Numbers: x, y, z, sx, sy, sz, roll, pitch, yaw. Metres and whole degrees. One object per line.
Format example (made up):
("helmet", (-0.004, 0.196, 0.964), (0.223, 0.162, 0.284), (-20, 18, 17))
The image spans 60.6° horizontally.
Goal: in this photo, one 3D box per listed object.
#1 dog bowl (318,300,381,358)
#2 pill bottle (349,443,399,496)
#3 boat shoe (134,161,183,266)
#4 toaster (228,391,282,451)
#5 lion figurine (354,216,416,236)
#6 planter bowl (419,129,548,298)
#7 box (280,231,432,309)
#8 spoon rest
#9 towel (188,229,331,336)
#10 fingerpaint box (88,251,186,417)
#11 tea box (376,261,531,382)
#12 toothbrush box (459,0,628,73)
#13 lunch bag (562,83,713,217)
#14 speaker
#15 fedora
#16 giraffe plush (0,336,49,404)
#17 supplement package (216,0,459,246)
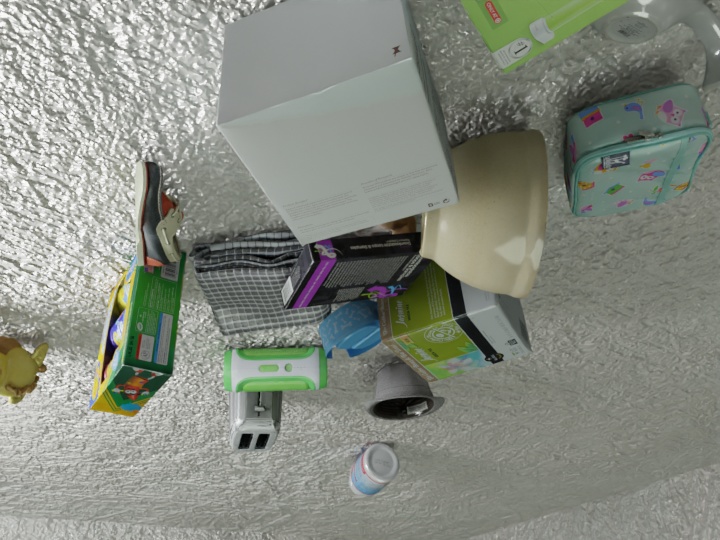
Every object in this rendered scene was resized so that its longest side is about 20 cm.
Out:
("dog bowl", (-0.003, 0.097, 1.045), (0.111, 0.050, 0.199), (-38, 161, 14))
("pill bottle", (0.032, 0.583, 1.780), (0.106, 0.111, 0.201), (6, 145, -17))
("boat shoe", (-0.264, -0.070, 0.807), (0.061, 0.072, 0.201), (0, 148, -18))
("toaster", (-0.225, 0.299, 1.305), (0.111, 0.132, 0.201), (6, 145, -15))
("lion figurine", (0.040, -0.078, 0.853), (0.120, 0.074, 0.200), (-23, 158, 7))
("planter bowl", (0.141, -0.073, 0.759), (0.131, 0.204, 0.202), (4, 147, 4))
("box", (0.000, 0.000, 0.858), (0.196, 0.037, 0.143), (-4, 154, -26))
("spoon rest", (0.309, -0.251, 0.625), (0.197, 0.062, 0.099), (18, 172, -26))
("towel", (-0.148, 0.021, 0.944), (0.195, 0.087, 0.167), (-7, 146, 3))
("fingerpaint box", (-0.330, 0.088, 0.912), (0.072, 0.204, 0.166), (18, 141, -30))
("tea box", (0.152, 0.069, 1.011), (0.193, 0.136, 0.200), (-20, 144, 22))
("toothbrush box", (0.174, -0.291, 0.524), (0.197, 0.088, 0.145), (-25, 141, 28))
("lunch bag", (0.331, -0.136, 0.747), (0.157, 0.079, 0.200), (-8, 162, 14))
("speaker", (-0.164, 0.192, 1.196), (0.195, 0.090, 0.089), (0, 146, -8))
("fedora", (0.090, 0.253, 1.314), (0.173, 0.092, 0.201), (-7, 153, 6))
("giraffe plush", (-0.626, 0.164, 1.048), (0.170, 0.204, 0.161), (-26, 170, 23))
("supplement package", (-0.016, -0.160, 0.636), (0.187, 0.150, 0.201), (-14, 145, 13))
